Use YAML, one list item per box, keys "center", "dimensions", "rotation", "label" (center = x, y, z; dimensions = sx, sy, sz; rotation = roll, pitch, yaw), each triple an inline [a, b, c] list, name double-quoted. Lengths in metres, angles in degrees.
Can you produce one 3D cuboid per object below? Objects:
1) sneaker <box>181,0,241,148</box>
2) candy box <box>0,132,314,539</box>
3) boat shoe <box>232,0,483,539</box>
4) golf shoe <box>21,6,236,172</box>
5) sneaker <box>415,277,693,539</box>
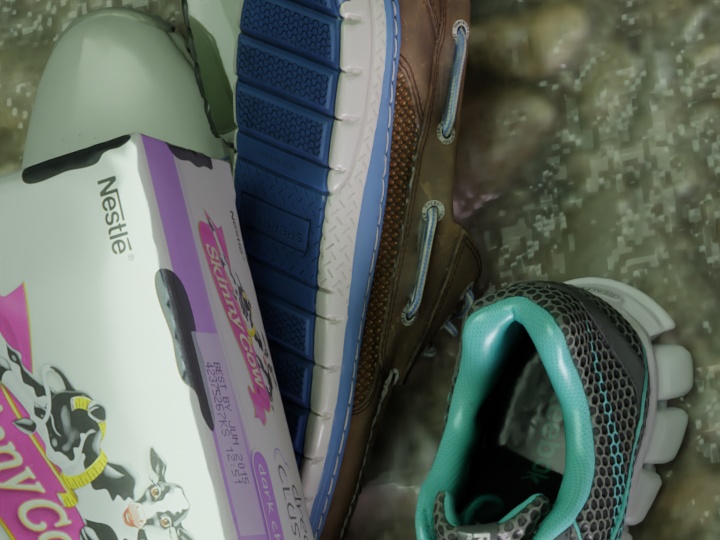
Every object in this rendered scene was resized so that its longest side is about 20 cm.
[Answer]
- center: [-0.017, -0.127, 0.810]
  dimensions: [0.088, 0.200, 0.077]
  rotation: [-8, 47, 2]
  label: "sneaker"
- center: [-0.118, 0.071, 0.755]
  dimensions: [0.199, 0.072, 0.168]
  rotation: [-17, 79, 16]
  label: "candy box"
- center: [0.000, 0.000, 0.811]
  dimensions: [0.072, 0.072, 0.201]
  rotation: [32, 119, 47]
  label: "boat shoe"
- center: [-0.086, 0.005, 0.842]
  dimensions: [0.078, 0.097, 0.201]
  rotation: [-7, 74, 23]
  label: "golf shoe"
- center: [0.040, 0.094, 0.769]
  dimensions: [0.077, 0.091, 0.201]
  rotation: [2, 79, 24]
  label: "sneaker"
